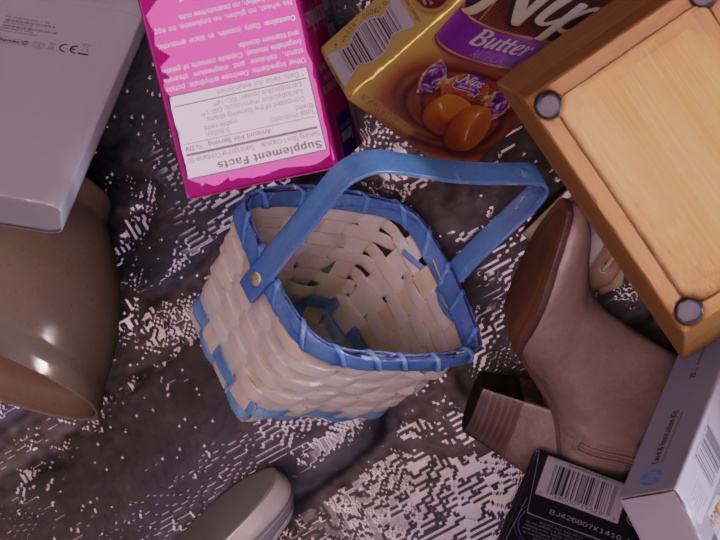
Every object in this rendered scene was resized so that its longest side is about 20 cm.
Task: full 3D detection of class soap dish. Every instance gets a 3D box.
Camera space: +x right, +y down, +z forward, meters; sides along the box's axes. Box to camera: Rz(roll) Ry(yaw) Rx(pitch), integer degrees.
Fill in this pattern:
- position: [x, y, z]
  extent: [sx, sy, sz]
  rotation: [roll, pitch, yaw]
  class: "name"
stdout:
- position: [0.195, -0.070, 1.594]
  extent: [0.157, 0.081, 0.200]
  rotation: [-34, 91, 12]
  class: "soap dish"

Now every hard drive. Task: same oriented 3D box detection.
- position: [-0.218, -0.107, 1.683]
  extent: [0.132, 0.200, 0.027]
  rotation: [9, 134, 7]
  class: "hard drive"

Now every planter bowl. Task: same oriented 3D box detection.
- position: [-0.234, -0.005, 1.716]
  extent: [0.200, 0.200, 0.135]
  rotation: [18, 76, 5]
  class: "planter bowl"

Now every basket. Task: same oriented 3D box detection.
- position: [0.000, 0.000, 1.661]
  extent: [0.200, 0.176, 0.139]
  rotation: [-42, 59, 33]
  class: "basket"

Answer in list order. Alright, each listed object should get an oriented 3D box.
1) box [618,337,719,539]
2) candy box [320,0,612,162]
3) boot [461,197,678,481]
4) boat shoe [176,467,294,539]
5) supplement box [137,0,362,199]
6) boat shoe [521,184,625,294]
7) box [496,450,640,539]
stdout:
- position: [0.230, 0.161, 1.650]
  extent: [0.041, 0.156, 0.200]
  rotation: [-14, 119, 32]
  class: "box"
- position: [0.089, -0.157, 1.657]
  extent: [0.200, 0.056, 0.117]
  rotation: [-42, 137, 14]
  class: "candy box"
- position: [0.156, 0.057, 1.697]
  extent: [0.146, 0.070, 0.200]
  rotation: [16, 124, -9]
  class: "boot"
- position: [-0.098, 0.215, 1.794]
  extent: [0.072, 0.070, 0.201]
  rotation: [36, 105, -17]
  class: "boat shoe"
- position: [-0.075, -0.155, 1.692]
  extent: [0.103, 0.101, 0.200]
  rotation: [-10, 100, 10]
  class: "supplement box"
- position: [0.191, -0.067, 1.685]
  extent: [0.068, 0.075, 0.200]
  rotation: [45, 115, -3]
  class: "boat shoe"
- position: [0.125, 0.232, 1.707]
  extent: [0.122, 0.106, 0.200]
  rotation: [21, 123, 5]
  class: "box"
